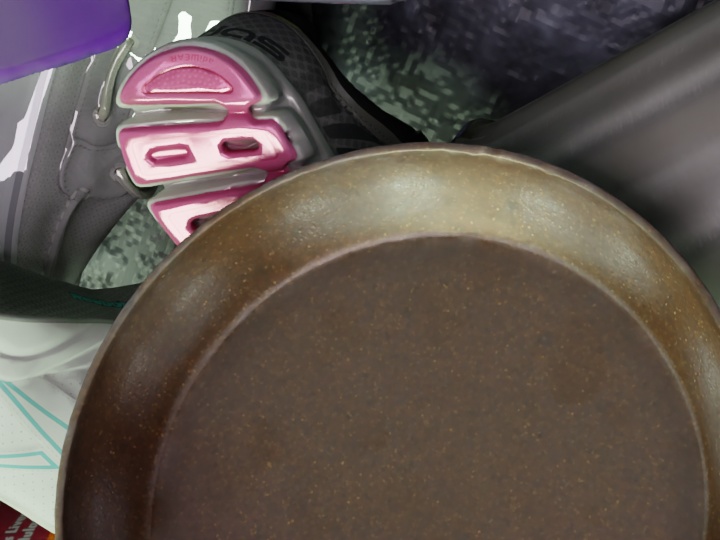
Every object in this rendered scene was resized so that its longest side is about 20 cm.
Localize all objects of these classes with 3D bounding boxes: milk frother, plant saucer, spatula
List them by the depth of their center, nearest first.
[{"bbox_3d":[0.013,0.064,0.692,0.199,0.034,0.201,-5,71,14],"label":"plant saucer"},{"bbox_3d":[0.141,0.006,0.723,0.188,0.200,0.181,-29,102,25],"label":"milk frother"},{"bbox_3d":[-0.037,-0.105,0.739,0.199,0.021,0.057,-17,89,1],"label":"spatula"}]

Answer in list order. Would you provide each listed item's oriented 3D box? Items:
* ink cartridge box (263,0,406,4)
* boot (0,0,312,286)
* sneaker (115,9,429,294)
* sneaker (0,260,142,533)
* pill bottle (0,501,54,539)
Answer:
[{"bbox_3d":[-0.080,-0.167,0.769,0.199,0.057,0.163,3,94,5],"label":"ink cartridge box"},{"bbox_3d":[-0.071,-0.050,0.842,0.095,0.074,0.201,18,116,6],"label":"boot"},{"bbox_3d":[0.000,0.000,0.791,0.074,0.088,0.200,-21,111,29],"label":"sneaker"},{"bbox_3d":[-0.077,0.045,0.838,0.200,0.070,0.081,8,106,-26],"label":"sneaker"},{"bbox_3d":[-0.140,0.136,0.901,0.199,0.113,0.113,-6,107,25],"label":"pill bottle"}]
